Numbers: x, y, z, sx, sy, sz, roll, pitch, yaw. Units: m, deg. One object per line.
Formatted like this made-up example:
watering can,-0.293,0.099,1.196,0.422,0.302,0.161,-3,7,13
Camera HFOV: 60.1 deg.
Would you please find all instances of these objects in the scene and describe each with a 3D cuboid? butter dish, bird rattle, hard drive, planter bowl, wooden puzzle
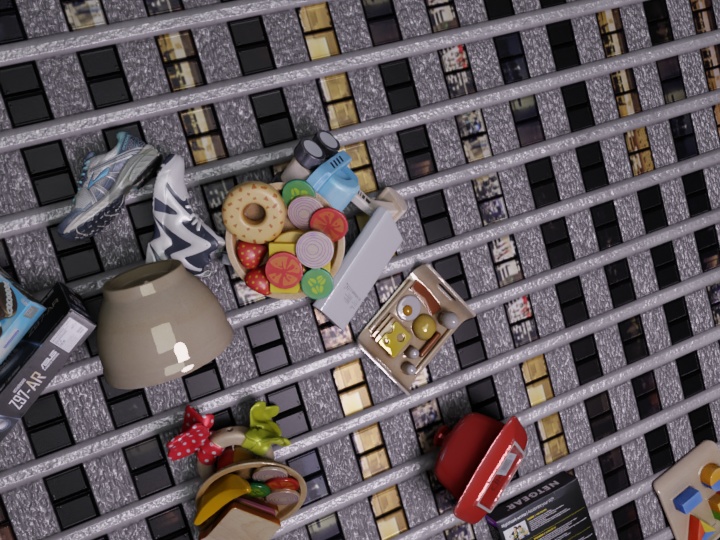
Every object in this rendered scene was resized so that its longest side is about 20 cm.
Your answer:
butter dish,0.200,0.340,1.145,0.200,0.147,0.200,-54,147,-9
bird rattle,-0.216,0.307,1.035,0.198,0.113,0.165,-10,111,-14
hard drive,0.000,0.000,1.082,0.026,0.132,0.201,29,80,23
planter bowl,-0.306,0.066,0.931,0.198,0.200,0.136,-20,110,-16
wooden puzzle,0.752,0.506,1.365,0.184,0.046,0.201,-30,100,-14

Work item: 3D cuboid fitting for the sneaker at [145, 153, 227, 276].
sneaker,-0.269,-0.080,1.008,0.128,0.079,0.202,8,89,-11

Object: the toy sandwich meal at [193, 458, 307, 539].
toy sandwich meal,-0.182,0.392,1.020,0.203,0.071,0.207,-6,127,-8

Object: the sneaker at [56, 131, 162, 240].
sneaker,-0.409,-0.134,0.983,0.086,0.078,0.200,40,73,-2

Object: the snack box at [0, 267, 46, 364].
snack box,-0.558,0.043,0.895,0.199,0.037,0.117,33,80,21

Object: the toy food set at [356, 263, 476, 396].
toy food set,0.104,0.109,1.145,0.143,0.060,0.200,44,78,-14

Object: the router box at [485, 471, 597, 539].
router box,0.363,0.516,1.240,0.198,0.051,0.151,-21,95,-16

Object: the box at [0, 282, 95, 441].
box,-0.478,0.125,0.904,0.044,0.160,0.201,43,80,-33

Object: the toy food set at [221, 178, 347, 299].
toy food set,-0.117,-0.045,0.983,0.196,0.049,0.202,1,109,1

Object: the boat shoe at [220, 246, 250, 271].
boat shoe,-0.135,-0.018,1.067,0.198,0.072,0.069,16,88,-10

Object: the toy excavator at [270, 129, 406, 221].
toy excavator,-0.026,-0.136,1.065,0.200,0.195,0.100,45,123,-2
